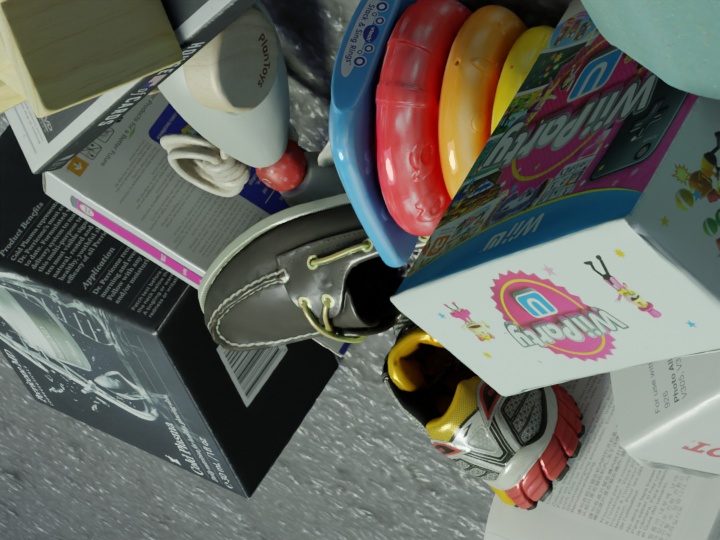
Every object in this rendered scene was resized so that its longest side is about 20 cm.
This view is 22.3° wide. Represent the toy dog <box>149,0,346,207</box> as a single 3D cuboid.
[{"bbox_3d":[-0.047,-0.100,0.926,0.131,0.097,0.200,22,168,18],"label":"toy dog"}]

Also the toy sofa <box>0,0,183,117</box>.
[{"bbox_3d":[-0.178,-0.105,0.833,0.199,0.083,0.098,-16,98,48],"label":"toy sofa"}]

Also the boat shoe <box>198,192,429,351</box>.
[{"bbox_3d":[0.000,0.000,0.933,0.200,0.061,0.072,-25,137,24],"label":"boat shoe"}]

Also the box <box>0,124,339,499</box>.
[{"bbox_3d":[-0.144,0.021,1.193,0.195,0.124,0.201,21,152,30],"label":"box"}]

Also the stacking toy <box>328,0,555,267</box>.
[{"bbox_3d":[0.093,-0.062,0.799,0.198,0.117,0.110,8,149,24],"label":"stacking toy"}]

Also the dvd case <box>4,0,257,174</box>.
[{"bbox_3d":[-0.130,-0.151,0.845,0.200,0.025,0.151,-31,83,48],"label":"dvd case"}]

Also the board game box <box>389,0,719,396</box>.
[{"bbox_3d":[0.113,-0.060,0.637,0.064,0.201,0.147,39,154,-16],"label":"board game box"}]

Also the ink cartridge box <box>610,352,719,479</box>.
[{"bbox_3d":[0.204,0.008,0.664,0.144,0.088,0.200,13,146,-29],"label":"ink cartridge box"}]

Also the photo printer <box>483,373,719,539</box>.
[{"bbox_3d":[0.146,0.100,0.906,0.069,0.167,0.200,31,170,-26],"label":"photo printer"}]

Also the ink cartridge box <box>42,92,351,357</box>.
[{"bbox_3d":[-0.072,-0.035,1.034,0.199,0.095,0.037,31,156,7],"label":"ink cartridge box"}]

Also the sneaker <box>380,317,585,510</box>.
[{"bbox_3d":[0.051,0.040,0.964,0.082,0.078,0.200,32,-168,-26],"label":"sneaker"}]

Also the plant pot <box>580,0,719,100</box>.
[{"bbox_3d":[0.104,-0.161,0.493,0.199,0.201,0.196,16,156,34],"label":"plant pot"}]
